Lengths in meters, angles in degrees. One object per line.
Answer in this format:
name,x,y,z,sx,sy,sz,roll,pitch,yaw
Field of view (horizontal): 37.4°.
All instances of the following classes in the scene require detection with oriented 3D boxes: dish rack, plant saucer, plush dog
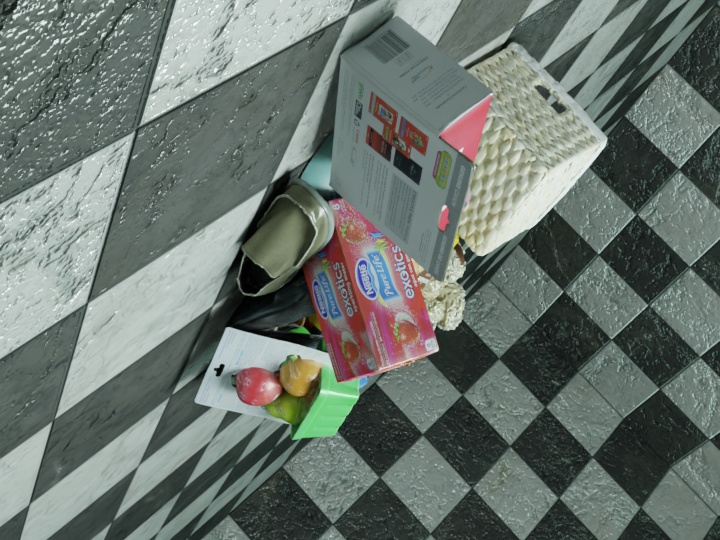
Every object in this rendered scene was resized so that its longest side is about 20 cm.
dish rack,-0.119,0.130,1.506,0.151,0.056,0.200,6,159,-23
plant saucer,0.005,-0.140,1.251,0.200,0.036,0.200,-45,171,-9
plush dog,0.073,0.052,1.638,0.201,0.158,0.174,84,24,-56

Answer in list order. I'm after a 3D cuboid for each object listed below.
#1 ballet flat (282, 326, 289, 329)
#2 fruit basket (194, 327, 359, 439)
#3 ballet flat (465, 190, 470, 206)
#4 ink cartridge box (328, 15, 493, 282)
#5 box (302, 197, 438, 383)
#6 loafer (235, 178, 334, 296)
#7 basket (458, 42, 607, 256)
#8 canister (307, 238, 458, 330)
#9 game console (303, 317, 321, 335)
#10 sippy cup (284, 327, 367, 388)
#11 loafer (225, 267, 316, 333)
ballet flat,-0.089,0.010,1.409,0.073,0.073,0.200,-36,170,-42
fruit basket,-0.105,0.144,1.416,0.186,0.197,0.095,119,-15,-47
ballet flat,0.111,-0.147,1.327,0.071,0.069,0.202,-42,147,-25
ink cartridge box,0.059,-0.115,1.067,0.084,0.175,0.201,-37,158,-26
box,0.003,0.019,1.246,0.094,0.204,0.099,-14,174,-34
loafer,-0.089,-0.026,1.203,0.070,0.075,0.201,-43,171,-36
basket,0.189,-0.164,1.470,0.160,0.199,0.201,-30,164,-42
canister,0.034,0.008,1.418,0.201,0.086,0.148,-54,157,7
game console,0.000,0.000,1.519,0.199,0.031,0.178,-30,154,-58
sippy cup,-0.051,0.143,1.766,0.138,0.133,0.178,-20,180,17
loafer,-0.099,0.049,1.353,0.199,0.072,0.073,-27,-152,45
